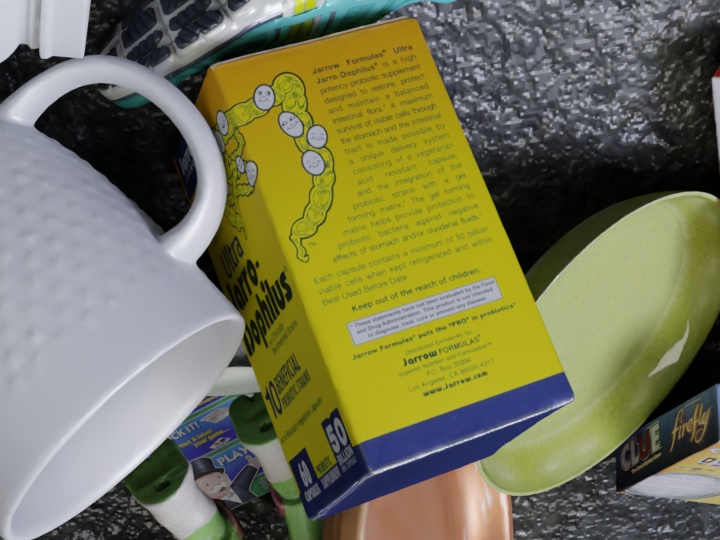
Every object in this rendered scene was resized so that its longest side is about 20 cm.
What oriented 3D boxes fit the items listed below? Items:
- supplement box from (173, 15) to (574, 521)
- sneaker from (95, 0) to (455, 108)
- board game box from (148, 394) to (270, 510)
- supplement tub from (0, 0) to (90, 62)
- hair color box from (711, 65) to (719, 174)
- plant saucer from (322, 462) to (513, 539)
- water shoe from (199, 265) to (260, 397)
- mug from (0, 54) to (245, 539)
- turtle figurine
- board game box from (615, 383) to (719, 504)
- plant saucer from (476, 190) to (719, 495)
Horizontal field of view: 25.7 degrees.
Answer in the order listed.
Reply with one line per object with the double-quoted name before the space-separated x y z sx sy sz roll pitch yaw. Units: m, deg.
"supplement box" 0.000 0.000 0.754 0.109 0.201 0.109 -17 166 -22
"sneaker" -0.038 -0.124 0.772 0.199 0.078 0.080 -23 132 9
"board game box" -0.049 0.060 0.918 0.199 0.029 0.135 -27 122 12
"supplement tub" -0.213 -0.165 0.679 0.198 0.145 0.146 6 123 -10
"hair color box" 0.251 -0.028 0.845 0.101 0.061 0.201 9 130 31
"plant saucer" 0.031 0.153 0.862 0.037 0.201 0.201 -2 129 28
"water shoe" -0.021 0.016 0.832 0.198 0.072 0.079 -10 120 -2
"mug" -0.147 -0.007 0.729 0.175 0.148 0.200 45 99 11
"turtle figurine" -0.045 0.148 0.913 0.143 0.201 0.195 -9 128 28
"board game box" 0.270 0.112 0.935 0.198 0.035 0.136 8 158 -14
"plant saucer" 0.128 0.035 0.870 0.199 0.031 0.201 -30 142 -26
